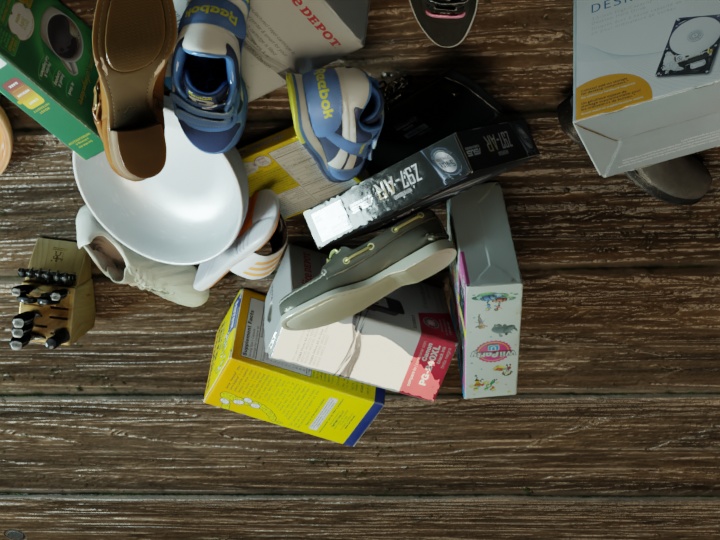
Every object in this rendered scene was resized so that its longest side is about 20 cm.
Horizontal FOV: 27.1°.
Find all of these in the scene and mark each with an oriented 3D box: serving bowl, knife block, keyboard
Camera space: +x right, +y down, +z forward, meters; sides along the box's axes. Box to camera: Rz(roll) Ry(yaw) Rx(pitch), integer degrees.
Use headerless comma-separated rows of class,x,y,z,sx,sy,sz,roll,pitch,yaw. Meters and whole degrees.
serving bowl,-0.202,-0.106,1.586,0.200,0.066,0.200,13,129,17
knife block,-0.362,0.059,1.742,0.064,0.176,0.200,8,141,0
keyboard,0.051,-0.163,1.524,0.104,0.040,0.200,35,145,-24

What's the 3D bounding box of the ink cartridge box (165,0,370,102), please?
ink cartridge box,-0.111,-0.246,1.410,0.200,0.084,0.145,-21,133,30

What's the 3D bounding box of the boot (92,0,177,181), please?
boot,-0.211,-0.182,1.368,0.077,0.155,0.201,-10,102,-15

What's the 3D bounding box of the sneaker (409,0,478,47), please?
sneaker,0.073,-0.258,1.358,0.071,0.099,0.200,1,142,4

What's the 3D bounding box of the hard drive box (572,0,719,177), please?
hard drive box,0.272,-0.196,1.325,0.156,0.200,0.077,-15,135,23

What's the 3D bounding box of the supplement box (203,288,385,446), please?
supplement box,-0.077,0.120,1.828,0.200,0.109,0.110,18,139,-13

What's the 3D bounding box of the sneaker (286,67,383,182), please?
sneaker,-0.011,-0.140,1.442,0.082,0.074,0.200,-16,166,8

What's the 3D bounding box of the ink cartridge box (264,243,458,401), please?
ink cartridge box,-0.002,0.058,1.700,0.200,0.145,0.084,16,113,-12

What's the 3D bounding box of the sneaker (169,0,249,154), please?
sneaker,-0.143,-0.169,1.377,0.074,0.082,0.200,6,143,1

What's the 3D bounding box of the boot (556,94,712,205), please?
boot,0.308,-0.148,1.486,0.200,0.070,0.132,25,132,-27

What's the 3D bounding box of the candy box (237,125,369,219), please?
candy box,-0.098,-0.097,1.622,0.200,0.026,0.102,-18,136,34

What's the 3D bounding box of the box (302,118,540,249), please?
box,0.063,-0.090,1.529,0.200,0.160,0.044,-25,86,32

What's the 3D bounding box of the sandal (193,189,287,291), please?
sandal,-0.120,-0.024,1.647,0.059,0.079,0.207,24,151,-19

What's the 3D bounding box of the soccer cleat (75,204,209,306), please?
soccer cleat,-0.255,-0.004,1.727,0.069,0.078,0.200,-23,132,31

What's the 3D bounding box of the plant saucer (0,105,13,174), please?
plant saucer,-0.469,-0.162,1.600,0.200,0.038,0.200,4,140,3

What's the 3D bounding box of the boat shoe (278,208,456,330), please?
boat shoe,0.001,0.001,1.585,0.201,0.060,0.072,-25,158,4

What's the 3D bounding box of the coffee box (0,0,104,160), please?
coffee box,-0.314,-0.211,1.453,0.044,0.123,0.200,-25,133,31

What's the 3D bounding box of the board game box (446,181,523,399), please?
board game box,0.135,0.025,1.648,0.064,0.148,0.200,-6,139,0
